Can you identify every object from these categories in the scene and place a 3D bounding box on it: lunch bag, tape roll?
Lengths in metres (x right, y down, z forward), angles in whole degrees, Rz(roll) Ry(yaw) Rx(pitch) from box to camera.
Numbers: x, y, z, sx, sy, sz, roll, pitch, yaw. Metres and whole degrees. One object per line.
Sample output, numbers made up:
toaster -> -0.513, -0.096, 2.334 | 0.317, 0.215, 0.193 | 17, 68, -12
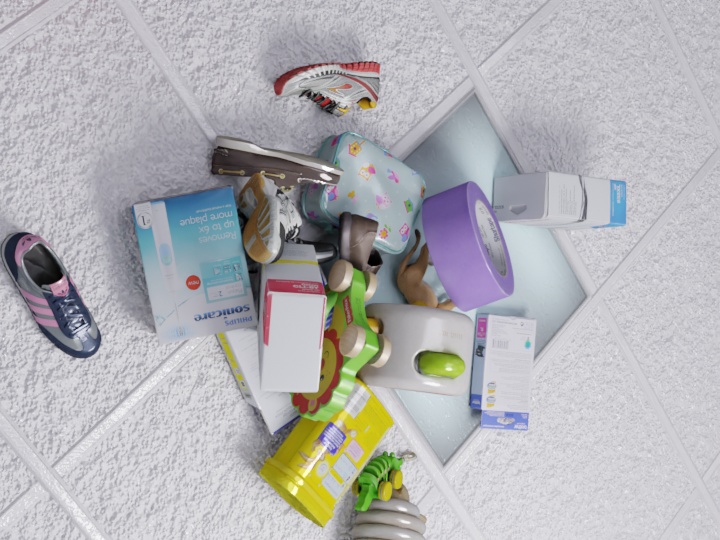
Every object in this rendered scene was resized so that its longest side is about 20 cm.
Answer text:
lunch bag -> 0.001, -0.118, 1.802 | 0.199, 0.077, 0.162 | 28, 75, -32
tape roll -> 0.179, -0.040, 1.860 | 0.200, 0.084, 0.201 | 53, 27, -41

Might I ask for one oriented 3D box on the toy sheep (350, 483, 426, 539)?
toy sheep -> 0.045, 0.436, 1.802 | 0.137, 0.137, 0.202 | 23, 59, -33

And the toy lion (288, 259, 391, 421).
toy lion -> -0.045, 0.115, 1.675 | 0.068, 0.192, 0.201 | 23, 39, -33

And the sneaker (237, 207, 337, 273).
sneaker -> -0.132, -0.058, 1.696 | 0.198, 0.075, 0.117 | -7, 88, -21

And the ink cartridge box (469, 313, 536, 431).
ink cartridge box -> 0.253, 0.181, 2.002 | 0.118, 0.042, 0.203 | 8, 83, -35

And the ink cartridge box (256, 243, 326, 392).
ink cartridge box -> -0.101, 0.061, 1.579 | 0.082, 0.200, 0.147 | 2, 111, -8

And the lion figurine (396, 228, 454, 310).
lion figurine -> 0.104, 0.044, 1.887 | 0.122, 0.072, 0.201 | -34, 98, -26

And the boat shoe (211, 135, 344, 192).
boat shoe -> -0.125, -0.152, 1.692 | 0.198, 0.072, 0.060 | 12, 99, -11

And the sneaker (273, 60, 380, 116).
sneaker -> -0.046, -0.284, 1.769 | 0.198, 0.078, 0.083 | -9, 96, -35

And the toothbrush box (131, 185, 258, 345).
toothbrush box -> -0.235, -0.010, 1.599 | 0.145, 0.085, 0.202 | -10, 98, -7

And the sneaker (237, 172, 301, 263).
sneaker -> -0.116, -0.067, 1.594 | 0.087, 0.201, 0.076 | 32, 113, -26

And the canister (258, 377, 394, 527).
canister -> -0.047, 0.273, 1.735 | 0.201, 0.086, 0.149 | -52, 135, -18

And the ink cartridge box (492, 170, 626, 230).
ink cartridge box -> 0.355, -0.123, 2.010 | 0.198, 0.144, 0.085 | 4, 87, -35

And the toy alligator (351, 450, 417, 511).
toy alligator -> 0.039, 0.318, 1.811 | 0.200, 0.059, 0.055 | -35, 124, -56

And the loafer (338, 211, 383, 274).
loafer -> 0.000, 0.000, 1.753 | 0.070, 0.073, 0.201 | 1, 132, 0

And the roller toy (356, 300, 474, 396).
roller toy -> 0.082, 0.118, 1.761 | 0.182, 0.198, 0.142 | 25, 71, -70

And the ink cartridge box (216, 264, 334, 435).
ink cartridge box -> -0.111, 0.117, 1.744 | 0.197, 0.047, 0.202 | -31, 109, -33

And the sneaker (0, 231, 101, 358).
sneaker -> -0.408, 0.038, 1.509 | 0.070, 0.082, 0.201 | -44, 113, -27
